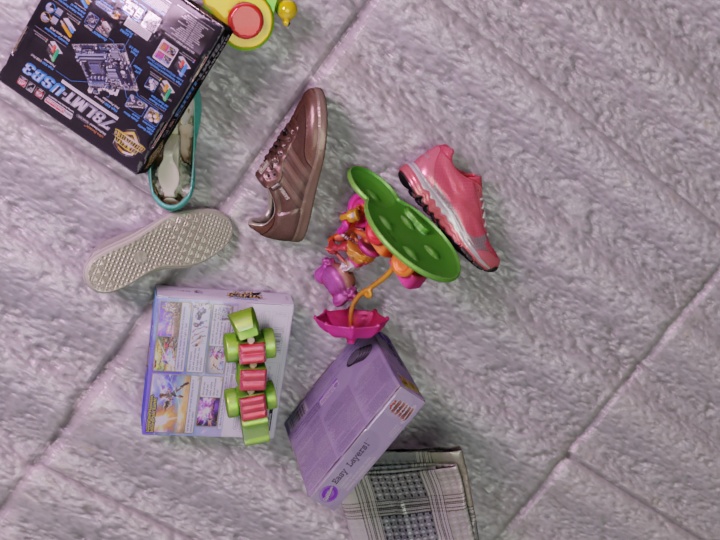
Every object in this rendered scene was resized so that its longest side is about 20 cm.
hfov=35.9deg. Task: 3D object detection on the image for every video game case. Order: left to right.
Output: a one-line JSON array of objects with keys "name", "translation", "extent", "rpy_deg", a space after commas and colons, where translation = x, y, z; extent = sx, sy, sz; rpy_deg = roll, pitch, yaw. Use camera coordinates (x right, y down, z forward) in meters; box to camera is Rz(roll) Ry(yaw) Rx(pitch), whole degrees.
[{"name": "video game case", "translation": [-0.191, 0.123, 1.471], "extent": [0.180, 0.045, 0.202], "rpy_deg": [4, 110, -17]}]

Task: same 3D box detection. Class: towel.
[{"name": "towel", "translation": [0.067, 0.342, 1.573], "extent": [0.191, 0.035, 0.202], "rpy_deg": [-6, 107, 21]}]

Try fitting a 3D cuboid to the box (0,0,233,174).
[{"name": "box", "translation": [-0.279, -0.246, 1.265], "extent": [0.199, 0.050, 0.199], "rpy_deg": [34, 103, 1]}]

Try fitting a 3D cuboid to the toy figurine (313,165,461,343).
[{"name": "toy figurine", "translation": [0.000, 0.000, 1.429], "extent": [0.184, 0.200, 0.150], "rpy_deg": [-49, 158, 26]}]

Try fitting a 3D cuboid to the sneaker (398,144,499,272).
[{"name": "sneaker", "translation": [0.138, -0.080, 1.456], "extent": [0.087, 0.074, 0.200], "rpy_deg": [-41, 116, 0]}]

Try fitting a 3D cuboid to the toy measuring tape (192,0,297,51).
[{"name": "toy measuring tape", "translation": [-0.172, -0.290, 1.303], "extent": [0.198, 0.074, 0.074], "rpy_deg": [-5, 113, -4]}]

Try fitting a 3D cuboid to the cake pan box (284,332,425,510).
[{"name": "cake pan box", "translation": [-0.016, 0.191, 1.465], "extent": [0.052, 0.184, 0.200], "rpy_deg": [35, 99, -23]}]

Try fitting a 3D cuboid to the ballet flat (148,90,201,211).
[{"name": "ballet flat", "translation": [-0.224, -0.165, 1.335], "extent": [0.067, 0.070, 0.202], "rpy_deg": [-1, 111, -10]}]

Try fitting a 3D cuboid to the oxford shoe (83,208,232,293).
[{"name": "oxford shoe", "translation": [-0.256, -0.030, 1.392], "extent": [0.199, 0.058, 0.076], "rpy_deg": [-24, 109, -20]}]

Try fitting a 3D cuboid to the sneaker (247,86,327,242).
[{"name": "sneaker", "translation": [-0.090, -0.131, 1.381], "extent": [0.075, 0.070, 0.201], "rpy_deg": [6, 109, -15]}]

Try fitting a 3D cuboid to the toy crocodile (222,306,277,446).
[{"name": "toy crocodile", "translation": [-0.141, 0.138, 1.431], "extent": [0.067, 0.062, 0.202], "rpy_deg": [-5, 113, -12]}]
